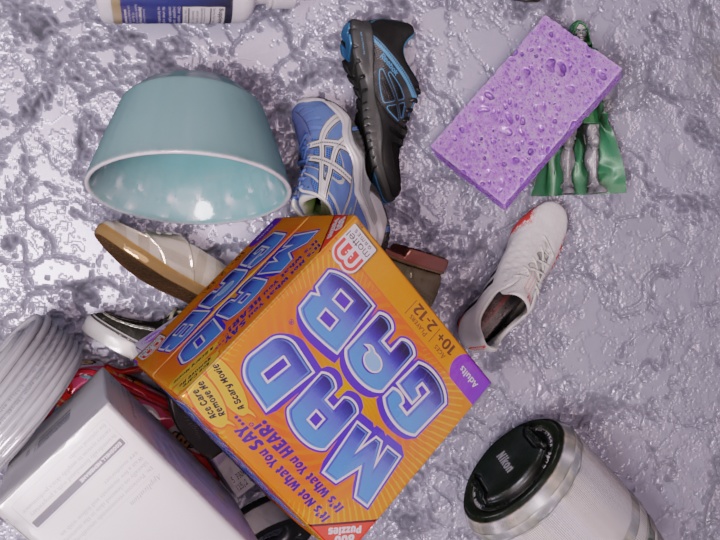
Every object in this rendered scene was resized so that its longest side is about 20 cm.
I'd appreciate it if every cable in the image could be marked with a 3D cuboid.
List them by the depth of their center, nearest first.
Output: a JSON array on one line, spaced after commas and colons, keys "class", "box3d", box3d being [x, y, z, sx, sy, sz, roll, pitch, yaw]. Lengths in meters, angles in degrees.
[{"class": "cable", "box3d": [-0.346, 0.134, 0.819, 0.069, 0.200, 0.200, 42, 81, -17]}]

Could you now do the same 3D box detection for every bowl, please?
[{"class": "bowl", "box3d": [-0.168, -0.126, 0.859, 0.199, 0.201, 0.106, 2, 75, -13]}]

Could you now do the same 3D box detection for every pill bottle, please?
[{"class": "pill bottle", "box3d": [-0.165, -0.307, 0.872, 0.198, 0.111, 0.112, -4, 95, -13]}]

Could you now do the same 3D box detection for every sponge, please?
[{"class": "sponge", "box3d": [0.185, -0.177, 0.970, 0.111, 0.030, 0.200, 42, 90, 18]}]

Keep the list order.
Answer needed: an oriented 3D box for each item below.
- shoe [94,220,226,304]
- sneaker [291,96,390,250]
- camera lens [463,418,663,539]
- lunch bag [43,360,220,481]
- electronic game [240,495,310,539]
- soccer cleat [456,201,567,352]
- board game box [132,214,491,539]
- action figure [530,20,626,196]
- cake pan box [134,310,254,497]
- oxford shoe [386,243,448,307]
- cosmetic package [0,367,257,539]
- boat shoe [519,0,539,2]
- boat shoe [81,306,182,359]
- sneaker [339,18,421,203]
[{"class": "shoe", "box3d": [-0.187, -0.002, 0.917, 0.199, 0.070, 0.054, 34, 67, -21]}, {"class": "sneaker", "box3d": [-0.036, -0.100, 0.898, 0.076, 0.076, 0.201, -9, 61, -27]}, {"class": "camera lens", "box3d": [0.228, 0.282, 0.981, 0.160, 0.160, 0.200, -46, 102, -6]}, {"class": "lunch bag", "box3d": [-0.241, 0.186, 0.912, 0.199, 0.082, 0.177, 28, 84, -16]}, {"class": "electronic game", "box3d": [-0.096, 0.323, 0.938, 0.198, 0.042, 0.202, -17, 123, -27]}, {"class": "soccer cleat", "box3d": [0.183, 0.010, 0.988, 0.068, 0.085, 0.201, 37, 86, -13]}, {"class": "board game box", "box3d": [-0.050, 0.091, 0.783, 0.200, 0.199, 0.200, -46, 110, -17]}, {"class": "action figure", "box3d": [0.255, -0.190, 1.009, 0.117, 0.055, 0.202, -3, 91, -10]}, {"class": "cake pan box", "box3d": [-0.107, 0.103, 0.893, 0.199, 0.052, 0.185, -34, 104, -20]}, {"class": "oxford shoe", "box3d": [0.000, 0.000, 0.955, 0.198, 0.071, 0.075, 12, 94, -13]}, {"class": "cosmetic package", "box3d": [-0.203, 0.210, 0.777, 0.123, 0.199, 0.200, -43, 104, -12]}, {"class": "boat shoe", "box3d": [0.114, -0.334, 0.953, 0.199, 0.072, 0.061, -1, 91, -15]}, {"class": "boat shoe", "box3d": [-0.193, 0.074, 0.920, 0.199, 0.071, 0.064, 22, 90, -22]}, {"class": "sneaker", "box3d": [0.032, -0.176, 0.946, 0.081, 0.073, 0.202, -8, 97, -14]}]
